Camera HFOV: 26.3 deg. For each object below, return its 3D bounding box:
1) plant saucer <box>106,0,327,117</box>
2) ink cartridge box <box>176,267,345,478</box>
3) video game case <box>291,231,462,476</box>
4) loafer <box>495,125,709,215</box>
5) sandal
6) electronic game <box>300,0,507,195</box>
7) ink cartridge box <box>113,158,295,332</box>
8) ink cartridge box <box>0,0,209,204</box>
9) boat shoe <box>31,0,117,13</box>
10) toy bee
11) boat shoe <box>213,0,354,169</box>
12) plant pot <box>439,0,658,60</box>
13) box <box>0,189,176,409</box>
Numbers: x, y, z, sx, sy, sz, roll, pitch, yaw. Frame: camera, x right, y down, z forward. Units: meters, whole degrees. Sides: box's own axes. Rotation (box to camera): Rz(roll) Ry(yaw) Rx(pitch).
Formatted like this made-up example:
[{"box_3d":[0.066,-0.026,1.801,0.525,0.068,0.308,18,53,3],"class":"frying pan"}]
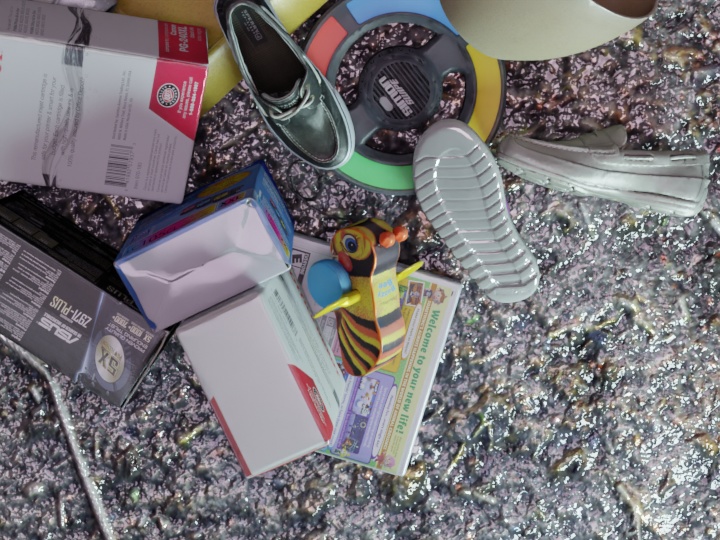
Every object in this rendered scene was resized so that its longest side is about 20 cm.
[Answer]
[{"box_3d":[-0.160,-0.265,1.401,0.200,0.048,0.200,-40,91,16],"class":"plant saucer"},{"box_3d":[-0.084,0.080,1.379,0.084,0.200,0.145,-24,97,8],"class":"ink cartridge box"},{"box_3d":[-0.016,0.080,1.488,0.181,0.022,0.201,16,98,-1],"class":"video game case"},{"box_3d":[0.225,-0.102,1.428,0.199,0.070,0.070,12,90,-7],"class":"loafer"},{"box_3d":[0.106,-0.057,1.442,0.082,0.050,0.203,-16,119,18],"class":"sandal"},{"box_3d":[0.037,-0.168,1.429,0.199,0.042,0.201,-1,104,-3],"class":"electronic game"},{"box_3d":[-0.134,-0.029,1.384,0.136,0.200,0.077,-25,102,6],"class":"ink cartridge box"},{"box_3d":[-0.243,-0.150,1.349,0.199,0.083,0.146,8,124,-13],"class":"ink cartridge box"},{"box_3d":[-0.286,-0.184,1.403,0.071,0.070,0.201,38,118,2],"class":"boat shoe"},{"box_3d":[0.000,0.000,1.400,0.131,0.109,0.200,-49,117,-34],"class":"toy bee"},{"box_3d":[-0.071,-0.163,1.367,0.072,0.071,0.200,-31,116,12],"class":"boat shoe"},{"box_3d":[0.145,-0.264,1.360,0.200,0.200,0.134,47,126,-6],"class":"plant pot"},{"box_3d":[-0.267,0.023,1.412,0.200,0.164,0.086,33,98,-5],"class":"box"}]
